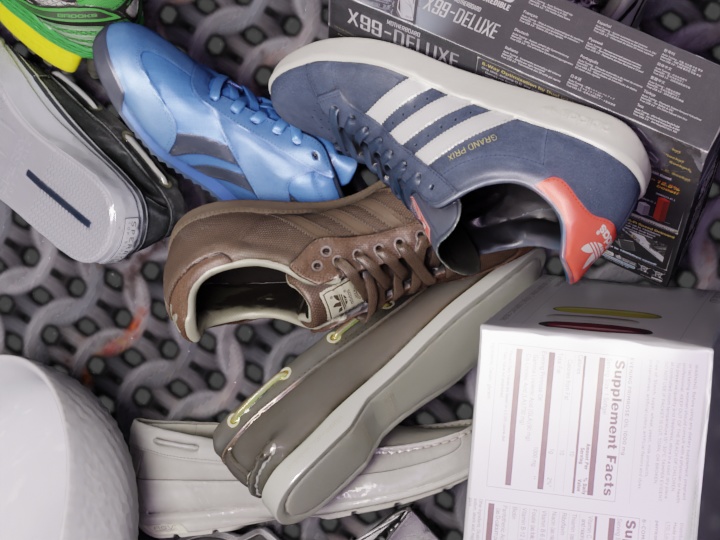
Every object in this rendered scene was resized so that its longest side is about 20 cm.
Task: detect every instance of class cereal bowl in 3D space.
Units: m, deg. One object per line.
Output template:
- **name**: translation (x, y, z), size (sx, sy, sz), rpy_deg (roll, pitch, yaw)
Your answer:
- **cereal bowl**: translation (-0.182, 0.151, 1.403), size (0.200, 0.083, 0.201), rpy_deg (-25, 55, 42)

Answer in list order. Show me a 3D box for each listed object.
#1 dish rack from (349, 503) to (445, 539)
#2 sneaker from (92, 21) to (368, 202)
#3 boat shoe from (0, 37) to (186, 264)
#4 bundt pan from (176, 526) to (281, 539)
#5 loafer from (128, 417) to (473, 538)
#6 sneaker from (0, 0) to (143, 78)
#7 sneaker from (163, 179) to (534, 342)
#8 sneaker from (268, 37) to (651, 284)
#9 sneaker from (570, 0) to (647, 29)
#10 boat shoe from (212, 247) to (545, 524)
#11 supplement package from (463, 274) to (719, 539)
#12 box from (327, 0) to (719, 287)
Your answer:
- **dish rack**: translation (0.047, 0.190, 1.326), size (0.055, 0.200, 0.153), rpy_deg (-44, 86, 7)
- **sneaker**: translation (-0.049, -0.067, 1.359), size (0.200, 0.066, 0.078), rpy_deg (45, 121, -14)
- **boat shoe**: translation (-0.173, -0.072, 1.410), size (0.200, 0.071, 0.072), rpy_deg (46, 119, 24)
- **bundt pan**: translation (-0.071, 0.243, 1.415), size (0.201, 0.076, 0.203), rpy_deg (3, 99, 17)
- **loafer**: translation (-0.030, 0.096, 1.396), size (0.199, 0.070, 0.070), rpy_deg (-9, 93, 10)
- **sneaker**: translation (-0.194, -0.188, 1.380), size (0.199, 0.085, 0.078), rpy_deg (31, 62, 3)
- **sneaker**: translation (0.000, 0.000, 1.303), size (0.199, 0.076, 0.071), rpy_deg (-10, 131, 12)
- **sneaker**: translation (0.033, -0.048, 1.244), size (0.199, 0.075, 0.085), rpy_deg (16, 67, 28)
- **sneaker**: translation (0.136, -0.188, 1.311), size (0.074, 0.088, 0.201), rpy_deg (22, 100, 11)
- **boat shoe**: translation (0.011, 0.043, 1.352), size (0.202, 0.072, 0.060), rpy_deg (-42, 63, -17)
- **supplement package**: translation (0.122, 0.093, 1.291), size (0.110, 0.200, 0.157), rpy_deg (6, 98, 11)
- **box**: translation (0.080, -0.080, 1.302), size (0.199, 0.158, 0.050), rpy_deg (24, 68, 10)
